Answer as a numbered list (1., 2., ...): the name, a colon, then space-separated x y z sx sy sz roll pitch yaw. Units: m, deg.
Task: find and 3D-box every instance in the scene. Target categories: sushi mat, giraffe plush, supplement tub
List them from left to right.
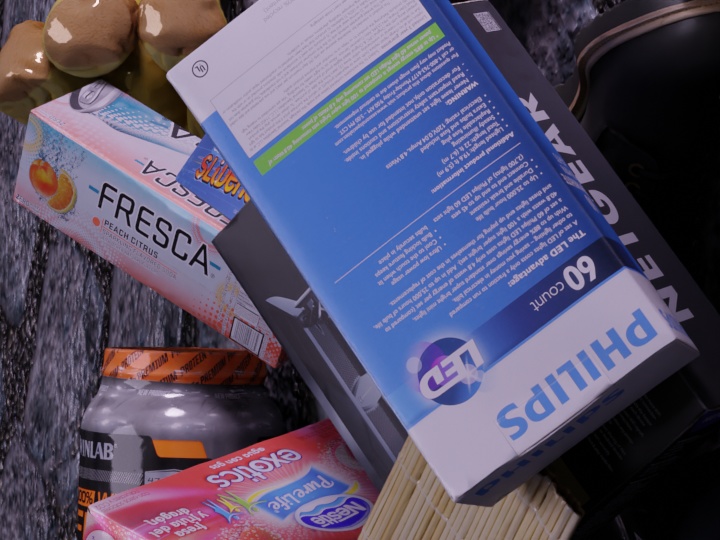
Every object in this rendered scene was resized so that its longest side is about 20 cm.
1. giraffe plush: -0.126 -0.155 1.529 0.200 0.172 0.163 65 -159 -58
2. supplement tub: -0.105 0.146 1.457 0.122 0.122 0.201 178 93 -66
3. sushi mat: 0.024 0.138 1.010 0.096 0.012 0.200 49 129 34

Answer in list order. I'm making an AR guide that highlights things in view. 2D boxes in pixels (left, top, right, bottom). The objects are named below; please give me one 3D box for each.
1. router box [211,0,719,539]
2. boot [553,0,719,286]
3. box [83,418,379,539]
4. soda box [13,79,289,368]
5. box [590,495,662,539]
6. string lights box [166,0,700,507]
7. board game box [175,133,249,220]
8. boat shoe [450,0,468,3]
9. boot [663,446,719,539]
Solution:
1. router box: 0.047 0.016 1.017 0.157 0.052 0.200 -45 72 36
2. boot: 0.128 -0.026 1.019 0.200 0.077 0.139 119 142 -69
3. box: -0.038 0.150 1.191 0.095 0.200 0.103 24 113 32
4. soda box: -0.097 -0.028 1.396 0.200 0.068 0.064 32 125 21
5. box: 0.073 0.192 1.052 0.160 0.044 0.200 -36 48 18
6. string lights box: 0.026 -0.022 0.936 0.200 0.103 0.059 56 -171 15
7. board game box: 0.000 0.000 1.217 0.035 0.135 0.200 -55 29 0
8. boat shoe: 0.007 -0.125 1.284 0.200 0.068 0.072 -38 55 32
9. boot: 0.113 0.120 0.912 0.200 0.168 0.077 -136 52 -60
